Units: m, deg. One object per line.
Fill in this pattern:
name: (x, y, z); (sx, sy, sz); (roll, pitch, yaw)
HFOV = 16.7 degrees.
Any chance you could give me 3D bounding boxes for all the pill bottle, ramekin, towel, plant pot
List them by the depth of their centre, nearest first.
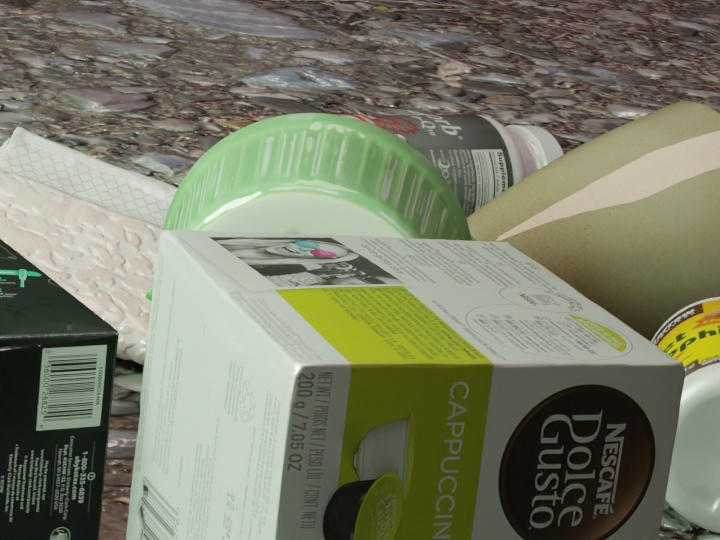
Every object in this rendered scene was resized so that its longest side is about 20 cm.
ramekin: (-0.031, 0.013, 1.507); (0.200, 0.200, 0.098); (8, 23, 1)
pill bottle: (0.231, 0.082, 1.531); (0.109, 0.110, 0.200); (8, 15, 2)
towel: (-0.181, -0.016, 1.671); (0.200, 0.032, 0.191); (21, 33, 2)
plant pot: (0.165, -0.009, 1.747); (0.200, 0.188, 0.187); (-14, 23, -22)
pill bottle: (0.061, -0.068, 1.974); (0.200, 0.116, 0.116); (-3, 19, -34)

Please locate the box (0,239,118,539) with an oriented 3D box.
box: (-0.225, 0.071, 1.279); (0.124, 0.149, 0.200); (-1, 17, -30)

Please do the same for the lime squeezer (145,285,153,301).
lime squeezer: (-0.041, 0.044, 1.615); (0.200, 0.071, 0.038); (2, -13, -20)

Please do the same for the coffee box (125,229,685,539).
coffee box: (0.014, 0.105, 1.177); (0.197, 0.200, 0.200); (1, 16, -23)
